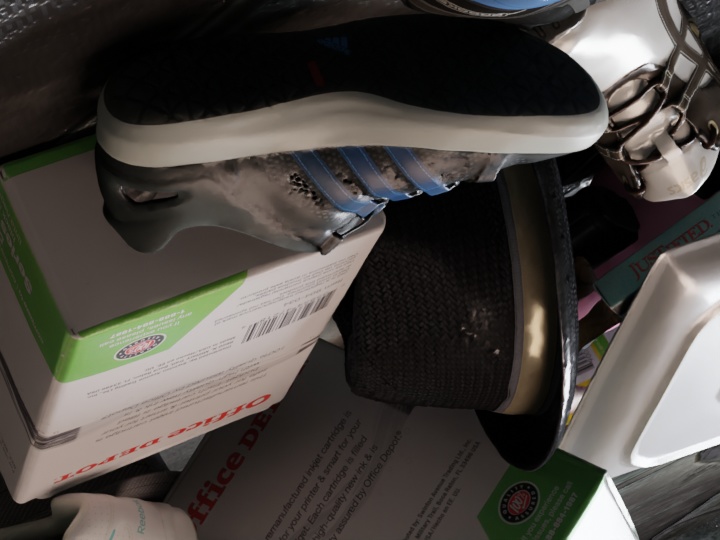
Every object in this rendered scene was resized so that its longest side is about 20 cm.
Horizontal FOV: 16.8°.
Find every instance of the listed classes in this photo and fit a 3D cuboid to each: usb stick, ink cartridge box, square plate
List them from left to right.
[{"bbox_3d":[-0.089,0.011,1.054,0.145,0.084,0.200,-20,163,-23],"label":"ink cartridge box"},{"bbox_3d":[0.013,0.135,1.192,0.146,0.199,0.084,-56,147,-15],"label":"ink cartridge box"},{"bbox_3d":[0.064,0.019,1.312,0.200,0.033,0.055,-36,153,24],"label":"usb stick"},{"bbox_3d":[0.205,0.035,1.244,0.199,0.029,0.199,-16,149,-27],"label":"square plate"}]

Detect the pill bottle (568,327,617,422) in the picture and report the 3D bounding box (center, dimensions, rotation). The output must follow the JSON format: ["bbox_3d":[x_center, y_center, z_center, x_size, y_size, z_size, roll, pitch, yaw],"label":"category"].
[{"bbox_3d":[0.087,0.108,1.623,0.199,0.112,0.111,-24,165,-11],"label":"pill bottle"}]

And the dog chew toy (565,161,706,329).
[{"bbox_3d":[0.180,-0.023,1.351,0.199,0.125,0.125,-20,165,3],"label":"dog chew toy"}]

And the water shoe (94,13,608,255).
[{"bbox_3d":[-0.005,-0.050,0.946,0.198,0.072,0.079,-1,132,-9],"label":"water shoe"}]

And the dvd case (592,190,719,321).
[{"bbox_3d":[0.211,0.001,1.246,0.146,0.022,0.200,-36,150,9],"label":"dvd case"}]

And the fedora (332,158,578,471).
[{"bbox_3d":[0.031,0.002,1.089,0.091,0.202,0.201,-9,161,-10],"label":"fedora"}]

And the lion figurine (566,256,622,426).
[{"bbox_3d":[0.087,0.064,1.279,0.122,0.073,0.200,-31,133,-1],"label":"lion figurine"}]

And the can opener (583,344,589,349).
[{"bbox_3d":[0.090,0.017,1.442,0.063,0.079,0.199,17,-162,33],"label":"can opener"}]

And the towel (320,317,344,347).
[{"bbox_3d":[0.000,0.000,1.271,0.132,0.035,0.200,-32,165,8],"label":"towel"}]

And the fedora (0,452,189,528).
[{"bbox_3d":[-0.166,0.119,1.264,0.176,0.091,0.199,-36,156,24],"label":"fedora"}]

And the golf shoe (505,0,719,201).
[{"bbox_3d":[0.130,-0.082,1.111,0.077,0.095,0.200,-32,163,21],"label":"golf shoe"}]

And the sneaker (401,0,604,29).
[{"bbox_3d":[0.090,-0.137,0.943,0.199,0.071,0.082,-18,-174,-40],"label":"sneaker"}]

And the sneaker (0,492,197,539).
[{"bbox_3d":[-0.173,0.161,1.156,0.200,0.071,0.080,-38,140,21],"label":"sneaker"}]
